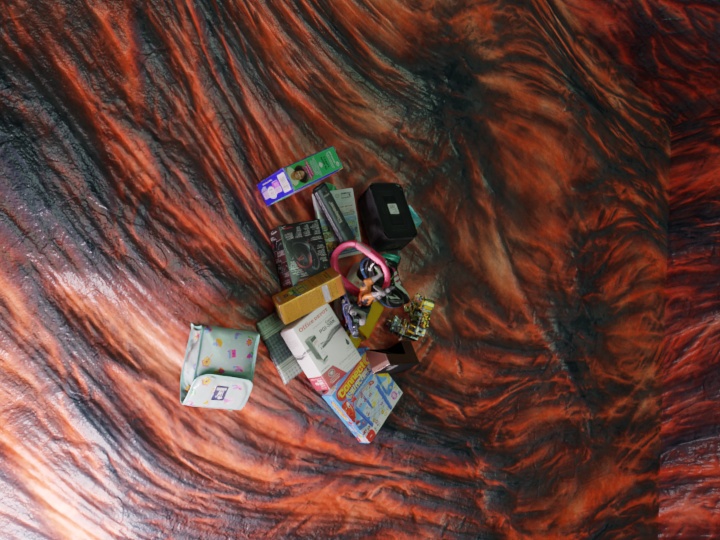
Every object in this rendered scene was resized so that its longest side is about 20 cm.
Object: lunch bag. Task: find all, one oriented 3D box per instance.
[{"bbox_3d":[-0.356,0.246,1.379,0.167,0.121,0.206,14,80,-35],"label":"lunch bag"}]

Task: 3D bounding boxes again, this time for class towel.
[{"bbox_3d":[-0.186,0.191,1.576,0.198,0.034,0.196,-30,95,-35],"label":"towel"}]

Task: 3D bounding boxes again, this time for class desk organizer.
[{"bbox_3d":[0.100,0.267,1.693,0.198,0.071,0.079,12,51,-56],"label":"desk organizer"}]

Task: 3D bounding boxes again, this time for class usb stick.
[{"bbox_3d":[-0.079,-0.164,1.643,0.055,0.032,0.203,-36,107,-26],"label":"usb stick"}]

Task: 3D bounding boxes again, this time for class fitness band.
[{"bbox_3d":[0.000,0.000,1.626,0.198,0.145,0.037,36,22,8],"label":"fitness band"}]

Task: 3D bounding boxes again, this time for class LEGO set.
[{"bbox_3d":[0.149,0.143,1.735,0.113,0.200,0.158,19,87,-3],"label":"LEGO set"}]

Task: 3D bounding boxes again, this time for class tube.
[{"bbox_3d":[0.150,-0.134,1.888,0.078,0.050,0.202,50,52,-23],"label":"tube"}]

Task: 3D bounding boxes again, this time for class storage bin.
[{"bbox_3d":[0.086,-0.174,1.784,0.132,0.094,0.205,-5,70,-32],"label":"storage bin"}]

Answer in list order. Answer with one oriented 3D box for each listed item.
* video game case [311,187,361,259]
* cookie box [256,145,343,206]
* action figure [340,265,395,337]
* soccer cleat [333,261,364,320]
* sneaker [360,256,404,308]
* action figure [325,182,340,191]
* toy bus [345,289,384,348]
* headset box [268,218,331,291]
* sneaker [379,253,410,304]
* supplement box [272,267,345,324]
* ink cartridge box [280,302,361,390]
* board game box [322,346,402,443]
[{"bbox_3d":[-0.069,-0.142,1.679,0.140,0.018,0.206,-12,96,-32],"label":"video game case"},{"bbox_3d":[-0.176,-0.275,1.596,0.198,0.169,0.077,-34,102,-36],"label":"cookie box"},{"bbox_3d":[0.012,0.112,1.557,0.103,0.195,0.202,20,30,-25],"label":"action figure"},{"bbox_3d":[-0.027,0.057,1.690,0.069,0.077,0.204,35,61,-24],"label":"soccer cleat"},{"bbox_3d":[0.076,0.037,1.676,0.201,0.081,0.071,54,43,-22],"label":"sneaker"},{"bbox_3d":[-0.094,-0.154,1.702,0.116,0.054,0.205,22,74,-32],"label":"action figure"},{"bbox_3d":[0.008,0.155,1.688,0.065,0.078,0.202,45,51,-19],"label":"toy bus"},{"bbox_3d":[-0.171,-0.035,1.604,0.146,0.074,0.206,-14,88,-37],"label":"headset box"},{"bbox_3d":[0.107,0.012,1.802,0.200,0.082,0.123,45,50,-36],"label":"sneaker"},{"bbox_3d":[-0.143,0.069,1.526,0.197,0.066,0.070,-29,123,-18],"label":"supplement box"},{"bbox_3d":[-0.111,0.212,1.550,0.146,0.082,0.203,-38,100,-34],"label":"ink cartridge box"},{"bbox_3d":[0.010,0.375,1.660,0.197,0.055,0.201,52,55,-16],"label":"board game box"}]
